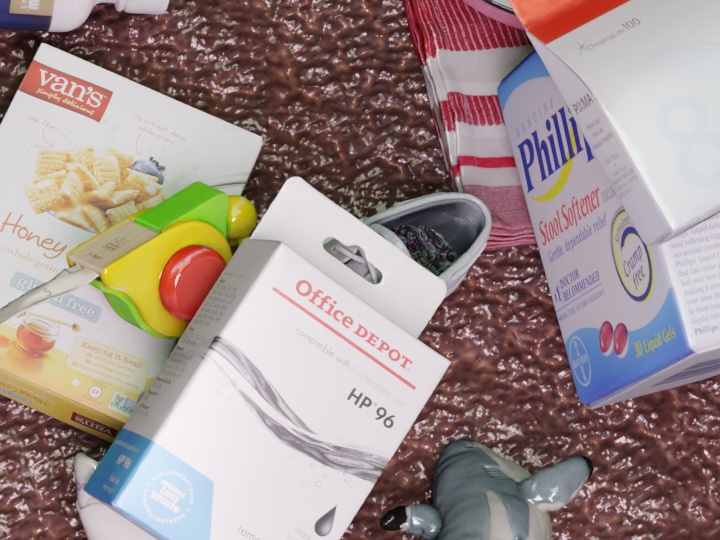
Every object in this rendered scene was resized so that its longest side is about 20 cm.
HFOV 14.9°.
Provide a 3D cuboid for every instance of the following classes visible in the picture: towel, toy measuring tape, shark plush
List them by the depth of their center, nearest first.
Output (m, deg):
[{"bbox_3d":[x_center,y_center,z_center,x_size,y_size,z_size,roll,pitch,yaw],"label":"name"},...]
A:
[{"bbox_3d":[0.045,0.152,1.469,0.083,0.091,0.200,31,38,11],"label":"shark plush"},{"bbox_3d":[-0.133,0.019,1.480,0.200,0.074,0.074,-32,75,-28],"label":"toy measuring tape"},{"bbox_3d":[0.110,-0.111,1.665,0.143,0.023,0.201,-8,67,-16],"label":"towel"}]

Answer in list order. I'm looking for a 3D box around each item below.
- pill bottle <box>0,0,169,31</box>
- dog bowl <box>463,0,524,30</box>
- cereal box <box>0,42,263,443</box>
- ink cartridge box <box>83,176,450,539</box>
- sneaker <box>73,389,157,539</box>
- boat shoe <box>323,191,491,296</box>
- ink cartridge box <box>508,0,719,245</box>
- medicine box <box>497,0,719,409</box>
[{"bbox_3d":[-0.208,-0.195,1.587,0.199,0.111,0.112,3,65,-10],"label":"pill bottle"},{"bbox_3d":[0.119,-0.229,1.678,0.199,0.074,0.201,6,53,-8],"label":"dog bowl"},{"bbox_3d":[-0.155,-0.017,1.554,0.143,0.040,0.201,23,63,-2],"label":"cereal box"},{"bbox_3d":[-0.037,0.063,1.426,0.116,0.068,0.201,35,82,-17],"label":"ink cartridge box"},{"bbox_3d":[-0.063,0.095,1.485,0.199,0.075,0.100,-28,108,-23],"label":"sneaker"},{"bbox_3d":[0.001,0.001,1.524,0.070,0.072,0.200,50,41,11],"label":"boat shoe"},{"bbox_3d":[0.171,-0.136,1.434,0.160,0.047,0.201,-28,88,-18],"label":"ink cartridge box"},{"bbox_3d":[0.170,-0.043,1.535,0.102,0.182,0.201,-13,81,-17],"label":"medicine box"}]
